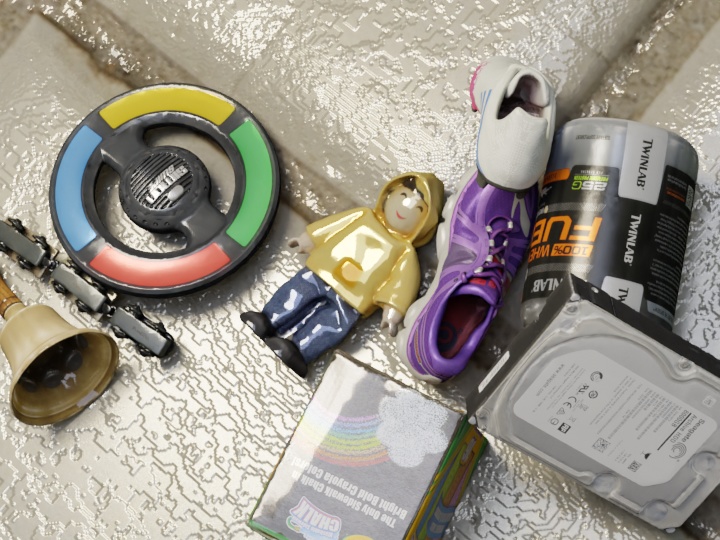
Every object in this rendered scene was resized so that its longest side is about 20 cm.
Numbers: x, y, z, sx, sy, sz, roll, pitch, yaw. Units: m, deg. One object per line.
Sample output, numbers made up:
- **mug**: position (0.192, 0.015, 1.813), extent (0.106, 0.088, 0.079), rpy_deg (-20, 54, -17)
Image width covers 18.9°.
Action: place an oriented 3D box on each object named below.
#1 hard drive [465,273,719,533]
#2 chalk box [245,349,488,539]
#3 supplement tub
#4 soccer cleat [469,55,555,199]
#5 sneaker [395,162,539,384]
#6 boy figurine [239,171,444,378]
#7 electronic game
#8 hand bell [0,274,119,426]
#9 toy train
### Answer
- **hard drive**: position (0.199, 0.105, 1.645), extent (0.200, 0.038, 0.140), rpy_deg (30, 115, -19)
- **chalk box**: position (-0.002, 0.186, 1.704), extent (0.124, 0.124, 0.200), rpy_deg (25, 82, 16)
- **supplement tub**: position (0.195, -0.010, 1.716), extent (0.122, 0.123, 0.201), rpy_deg (8, 76, 14)
- **soccer cleat**: position (0.130, -0.137, 1.740), extent (0.070, 0.200, 0.086), rpy_deg (15, 122, -8)
- **sneaker**: position (0.100, 0.001, 1.744), extent (0.080, 0.083, 0.200), rpy_deg (23, 81, -16)
- **boy figurine**: position (0.000, 0.000, 1.787), extent (0.200, 0.064, 0.124), rpy_deg (-43, 67, 1)
- **electronic game**: position (-0.167, -0.070, 1.839), extent (0.199, 0.042, 0.201), rpy_deg (-2, 66, 4)
- **hand bell**: position (-0.300, 0.028, 1.845), extent (0.104, 0.104, 0.200), rpy_deg (-41, 57, -1)
- **toy train**: position (-0.238, 0.013, 1.844), extent (0.200, 0.046, 0.034), rpy_deg (35, 89, 16)
